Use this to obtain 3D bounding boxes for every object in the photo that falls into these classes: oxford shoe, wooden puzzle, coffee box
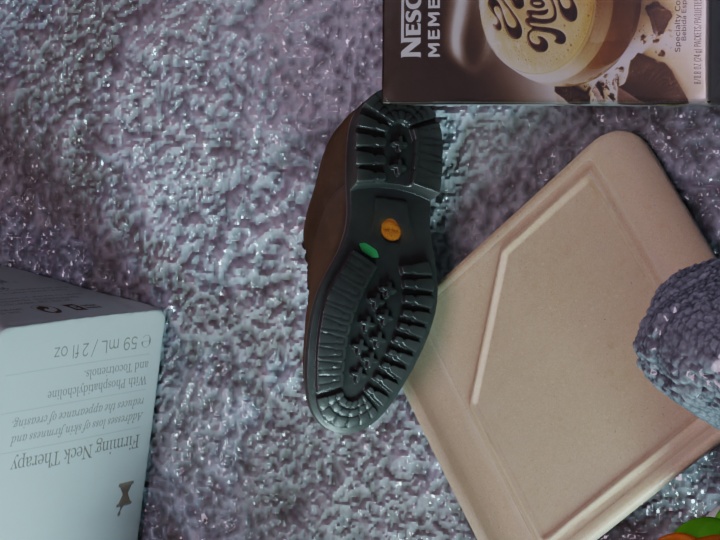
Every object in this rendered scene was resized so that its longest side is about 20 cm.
[{"bbox_3d":[0.000,0.000,1.340,0.084,0.073,0.200,-21,54,62],"label":"oxford shoe"},{"bbox_3d":[0.121,0.050,1.283,0.200,0.037,0.185,-40,60,25],"label":"wooden puzzle"},{"bbox_3d":[0.115,-0.145,1.258,0.200,0.080,0.113,2,95,34],"label":"coffee box"}]

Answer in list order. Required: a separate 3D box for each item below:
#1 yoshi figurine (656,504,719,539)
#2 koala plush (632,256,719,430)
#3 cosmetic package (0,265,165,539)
[{"bbox_3d":[0.207,0.156,1.150,0.112,0.200,0.112,44,110,12],"label":"yoshi figurine"},{"bbox_3d":[0.237,0.002,1.009,0.200,0.184,0.177,-57,28,4],"label":"koala plush"},{"bbox_3d":[-0.246,0.109,1.464,0.166,0.167,0.200,14,101,32],"label":"cosmetic package"}]
